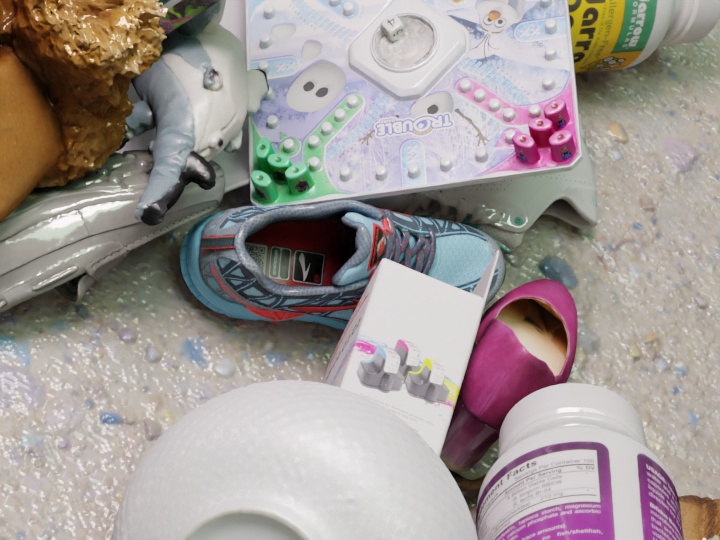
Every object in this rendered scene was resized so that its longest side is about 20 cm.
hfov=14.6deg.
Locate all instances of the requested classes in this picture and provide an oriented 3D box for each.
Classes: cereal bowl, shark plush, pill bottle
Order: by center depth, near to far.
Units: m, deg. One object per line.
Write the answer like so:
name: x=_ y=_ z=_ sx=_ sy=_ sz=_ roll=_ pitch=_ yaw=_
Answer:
cereal bowl: x=-0.042 y=0.159 z=1.453 sx=0.200 sy=0.200 sz=0.083 roll=44 pitch=17 yaw=9
pill bottle: x=0.118 y=0.155 z=1.498 sx=0.112 sy=0.112 sz=0.200 roll=18 pitch=36 yaw=-13
shark plush: x=-0.106 y=-0.083 z=1.622 sx=0.083 sy=0.091 sz=0.200 roll=-13 pitch=48 yaw=13
pill bottle: x=0.133 y=-0.184 z=1.829 sx=0.200 sy=0.113 sz=0.113 roll=-6 pitch=61 yaw=-29

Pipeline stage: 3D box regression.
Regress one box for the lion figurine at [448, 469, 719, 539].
lion figurine: x=0.153 y=0.146 z=1.641 sx=0.200 sy=0.073 sz=0.123 roll=37 pitch=47 yaw=6

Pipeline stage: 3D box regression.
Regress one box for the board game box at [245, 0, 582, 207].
board game box: x=0.027 y=-0.139 z=1.699 sx=0.200 sy=0.026 sz=0.200 roll=-7 pitch=60 yaw=8

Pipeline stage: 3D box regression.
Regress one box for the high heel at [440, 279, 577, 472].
high heel: x=0.103 y=0.037 z=1.656 sx=0.067 sy=0.096 sz=0.200 roll=40 pitch=35 yaw=6

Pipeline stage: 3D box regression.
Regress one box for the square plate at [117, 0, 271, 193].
square plate: x=-0.103 y=-0.131 z=1.739 sx=0.200 sy=0.028 sz=0.198 roll=-20 pitch=69 yaw=-34

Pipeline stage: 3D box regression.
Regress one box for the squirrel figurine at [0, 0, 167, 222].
squirrel figurine: x=-0.211 y=-0.131 z=1.542 sx=0.200 sy=0.187 sz=0.142 roll=-9 pitch=29 yaw=-16

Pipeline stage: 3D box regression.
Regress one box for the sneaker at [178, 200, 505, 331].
sneaker: x=0.000 y=0.000 z=1.646 sx=0.200 sy=0.096 sz=0.079 roll=1 pitch=81 yaw=-21

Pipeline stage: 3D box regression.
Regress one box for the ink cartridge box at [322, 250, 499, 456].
ink cartridge box: x=0.012 y=0.078 z=1.592 sx=0.068 sy=0.115 sz=0.200 roll=23 pitch=51 yaw=-4

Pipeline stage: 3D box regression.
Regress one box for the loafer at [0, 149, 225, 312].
loafer: x=-0.168 y=-0.018 z=1.605 sx=0.200 sy=0.070 sz=0.070 roll=-18 pitch=27 yaw=-23

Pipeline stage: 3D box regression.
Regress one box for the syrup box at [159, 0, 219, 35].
syrup box: x=-0.127 y=-0.186 z=1.610 sx=0.079 sy=0.200 sz=0.082 roll=41 pitch=47 yaw=-24

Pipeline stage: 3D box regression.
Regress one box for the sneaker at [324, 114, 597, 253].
sneaker: x=0.067 y=-0.049 z=1.739 sx=0.200 sy=0.075 sz=0.089 roll=-8 pitch=74 yaw=-30
